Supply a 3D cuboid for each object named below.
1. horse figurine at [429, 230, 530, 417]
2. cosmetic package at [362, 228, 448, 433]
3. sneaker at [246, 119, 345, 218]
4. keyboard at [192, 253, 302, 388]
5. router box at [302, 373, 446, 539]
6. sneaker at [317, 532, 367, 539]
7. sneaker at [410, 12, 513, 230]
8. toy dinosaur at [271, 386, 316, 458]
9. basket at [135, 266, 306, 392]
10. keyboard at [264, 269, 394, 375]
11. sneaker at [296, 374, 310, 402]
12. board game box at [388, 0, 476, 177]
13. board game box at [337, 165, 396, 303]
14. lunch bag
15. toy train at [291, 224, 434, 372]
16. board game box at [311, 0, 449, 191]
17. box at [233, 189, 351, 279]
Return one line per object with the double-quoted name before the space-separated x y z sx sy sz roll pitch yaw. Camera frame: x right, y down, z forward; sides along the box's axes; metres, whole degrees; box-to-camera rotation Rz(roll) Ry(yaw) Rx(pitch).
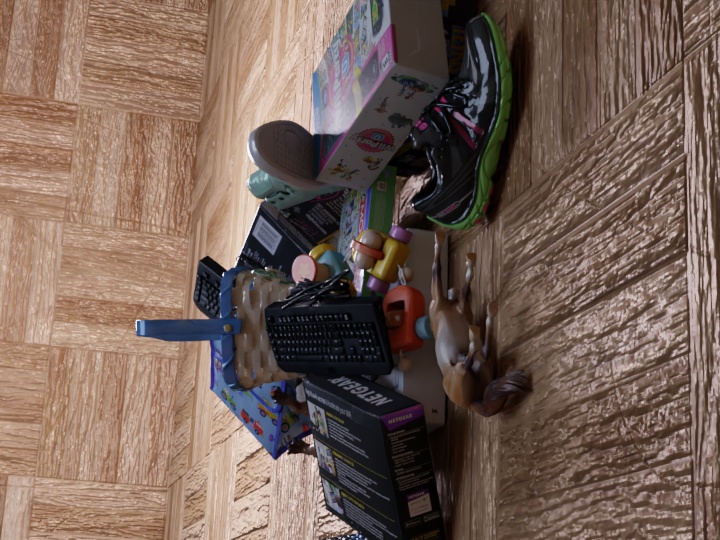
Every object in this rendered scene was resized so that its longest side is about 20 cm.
"horse figurine" 0.094 0.061 1.169 0.201 0.050 0.133 -109 16 -48
"cosmetic package" 0.045 0.076 1.372 0.151 0.051 0.201 134 141 -64
"sneaker" -0.089 -0.103 1.433 0.118 0.200 0.074 -21 76 27
"keyboard" -0.130 0.045 1.602 0.200 0.021 0.128 35 125 28
"router box" 0.011 0.187 1.296 0.200 0.051 0.150 16 118 65
"sneaker" -0.018 0.341 1.480 0.200 0.074 0.087 125 139 -72
"sneaker" 0.090 -0.137 1.210 0.077 0.083 0.201 -104 24 -77
"toy dinosaur" -0.019 0.186 1.529 0.086 0.135 0.201 -43 -37 -33
"basket" -0.138 0.066 1.481 0.176 0.199 0.140 41 -136 -85
"keyboard" -0.047 0.057 1.308 0.199 0.039 0.105 -6 97 53
"sneaker" -0.018 0.104 1.604 0.082 0.077 0.200 -66 2 -46
"board game box" 0.063 -0.199 1.418 0.200 0.056 0.166 162 116 -75
"board game box" 0.000 0.000 1.430 0.135 0.029 0.201 134 144 -69
"lunch bag" -0.125 0.121 1.708 0.151 0.094 0.201 43 152 30
"toy train" -0.009 0.028 1.319 0.199 0.055 0.151 -10 67 44
"board game box" 0.015 -0.198 1.344 0.200 0.064 0.148 127 147 -51
"box" -0.065 -0.020 1.616 0.115 0.132 0.200 -40 -11 -32
